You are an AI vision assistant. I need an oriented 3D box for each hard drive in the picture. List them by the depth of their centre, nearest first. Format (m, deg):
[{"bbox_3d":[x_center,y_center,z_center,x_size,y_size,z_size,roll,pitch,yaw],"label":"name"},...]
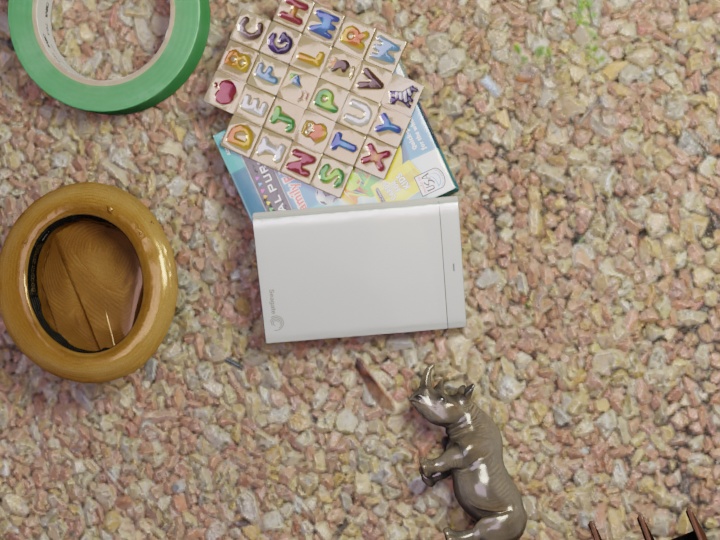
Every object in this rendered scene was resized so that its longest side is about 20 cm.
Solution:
[{"bbox_3d":[0.000,0.000,1.724,0.199,0.027,0.132,-5,111,1],"label":"hard drive"}]

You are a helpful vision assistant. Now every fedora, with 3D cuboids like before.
[{"bbox_3d":[-0.265,0.014,1.769,0.200,0.082,0.201,-1,85,10],"label":"fedora"}]

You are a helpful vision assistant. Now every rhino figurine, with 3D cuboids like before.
[{"bbox_3d":[0.101,0.186,1.727,0.087,0.060,0.200,-18,86,-6],"label":"rhino figurine"}]

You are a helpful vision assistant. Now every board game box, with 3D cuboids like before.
[{"bbox_3d":[-0.024,-0.107,1.748,0.200,0.047,0.151,-25,87,8],"label":"board game box"}]

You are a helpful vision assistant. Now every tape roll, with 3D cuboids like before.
[{"bbox_3d":[-0.253,-0.258,1.780,0.200,0.048,0.201,0,91,8],"label":"tape roll"}]

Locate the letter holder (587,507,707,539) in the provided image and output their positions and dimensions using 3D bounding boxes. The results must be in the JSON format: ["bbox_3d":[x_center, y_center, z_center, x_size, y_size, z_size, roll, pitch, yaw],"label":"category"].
[{"bbox_3d":[0.292,0.320,1.619,0.100,0.142,0.200,-22,56,8],"label":"letter holder"}]

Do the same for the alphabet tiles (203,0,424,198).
[{"bbox_3d":[-0.047,-0.173,1.725,0.200,0.006,0.167,24,93,10],"label":"alphabet tiles"}]
